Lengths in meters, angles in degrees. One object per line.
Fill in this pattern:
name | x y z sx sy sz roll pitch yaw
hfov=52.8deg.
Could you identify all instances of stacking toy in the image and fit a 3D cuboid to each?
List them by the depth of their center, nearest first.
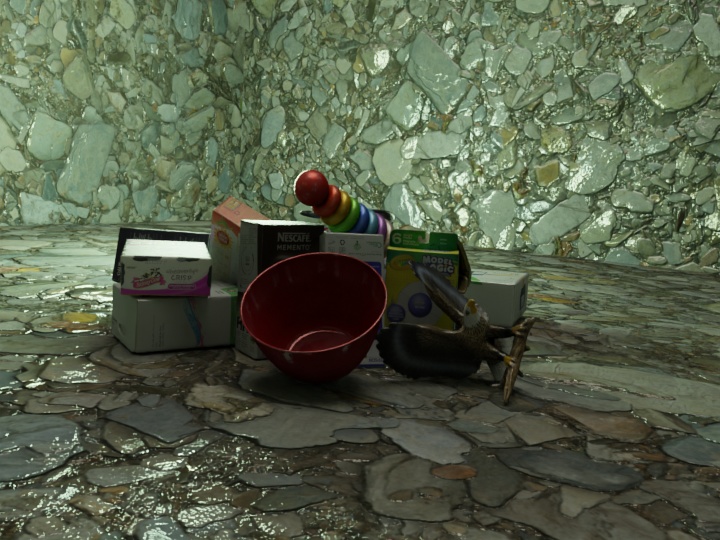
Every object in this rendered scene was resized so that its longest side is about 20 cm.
stacking toy | -0.032 -0.090 1.145 0.085 0.087 0.199 12 -19 48

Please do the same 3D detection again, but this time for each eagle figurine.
eagle figurine | 0.140 0.082 1.024 0.196 0.154 0.151 15 22 22

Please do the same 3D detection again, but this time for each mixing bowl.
mixing bowl | -0.058 0.078 0.993 0.195 0.110 0.202 -4 39 3

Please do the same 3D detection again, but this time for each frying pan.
frying pan | -0.028 -0.083 1.316 0.186 0.032 0.115 -4 23 8

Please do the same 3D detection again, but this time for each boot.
boot | 0.128 0.028 1.287 0.071 0.204 0.154 -18 22 -33

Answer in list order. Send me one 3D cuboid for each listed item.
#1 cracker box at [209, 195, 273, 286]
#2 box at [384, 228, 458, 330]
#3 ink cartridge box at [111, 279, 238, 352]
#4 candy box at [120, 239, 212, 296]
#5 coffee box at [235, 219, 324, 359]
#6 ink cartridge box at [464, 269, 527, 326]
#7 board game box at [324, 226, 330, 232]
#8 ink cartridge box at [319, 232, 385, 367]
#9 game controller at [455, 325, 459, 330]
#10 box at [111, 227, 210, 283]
cracker box | -0.198 -0.011 1.265 0.132 0.202 0.058 30 44 13
box | 0.094 0.040 1.136 0.115 0.205 0.048 4 7 5
ink cartridge box | -0.288 0.070 1.173 0.197 0.090 0.144 -3 11 -33
candy box | -0.312 -0.006 1.161 0.133 0.062 0.200 2 8 -15
coffee box | -0.127 0.026 1.132 0.113 0.205 0.079 -2 9 -35
ink cartridge box | 0.265 0.052 1.515 0.142 0.090 0.199 6 6 21
board game box | -0.115 -0.050 1.339 0.101 0.020 0.200 -14 -2 -20
ink cartridge box | -0.013 0.046 1.103 0.097 0.205 0.039 3 -8 -19
game controller | 0.075 0.075 1.224 0.197 0.043 0.105 27 39 5
box | -0.358 -0.006 1.424 0.178 0.106 0.200 4 -12 6
